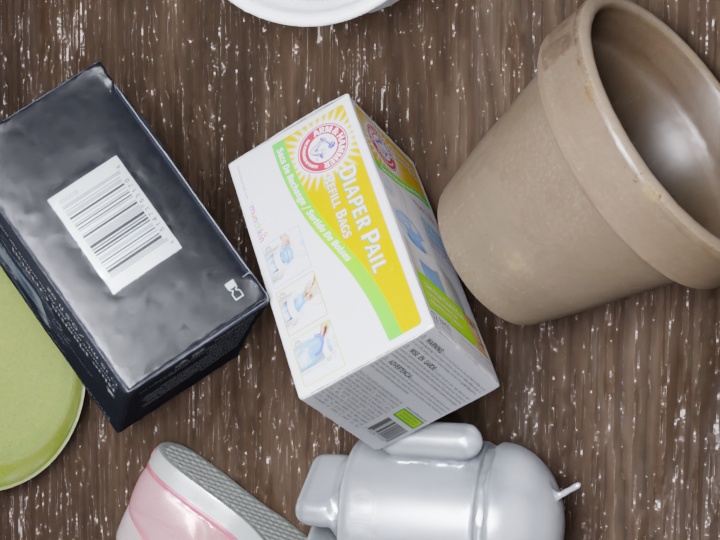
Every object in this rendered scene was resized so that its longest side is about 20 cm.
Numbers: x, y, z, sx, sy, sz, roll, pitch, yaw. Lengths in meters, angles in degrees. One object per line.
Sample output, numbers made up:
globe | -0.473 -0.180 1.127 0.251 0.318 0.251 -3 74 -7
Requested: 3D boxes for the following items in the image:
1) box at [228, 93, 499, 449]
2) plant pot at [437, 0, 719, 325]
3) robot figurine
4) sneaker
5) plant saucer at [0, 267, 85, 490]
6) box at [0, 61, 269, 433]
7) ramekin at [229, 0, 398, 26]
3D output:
box | 0.000 0.000 1.090 0.101 0.112 0.201 -29 55 15
plant pot | 0.147 -0.052 1.062 0.174 0.200 0.201 -34 86 32
robot figurine | 0.057 0.176 1.135 0.199 0.113 0.170 1 127 16
sneaker | -0.099 0.227 1.203 0.200 0.075 0.105 36 99 17
plant saucer | -0.302 0.073 1.267 0.199 0.031 0.201 2 97 15
box | -0.175 -0.008 1.124 0.117 0.200 0.197 -34 85 -15
ramekin | -0.023 -0.269 1.120 0.199 0.098 0.202 1 95 16
